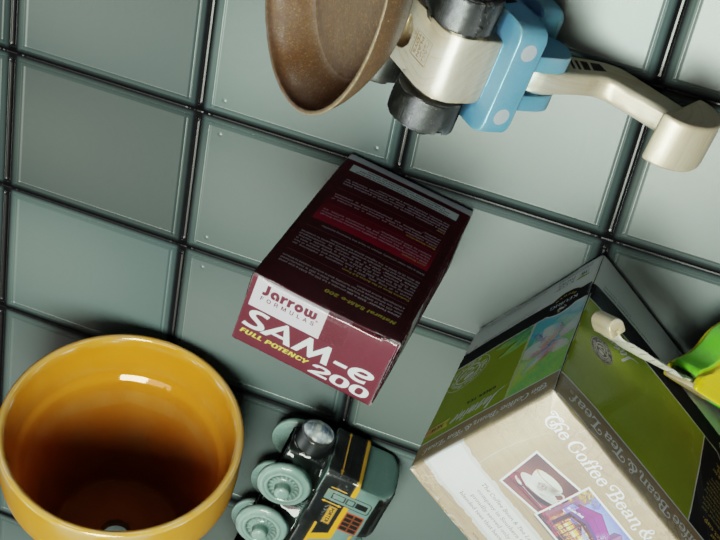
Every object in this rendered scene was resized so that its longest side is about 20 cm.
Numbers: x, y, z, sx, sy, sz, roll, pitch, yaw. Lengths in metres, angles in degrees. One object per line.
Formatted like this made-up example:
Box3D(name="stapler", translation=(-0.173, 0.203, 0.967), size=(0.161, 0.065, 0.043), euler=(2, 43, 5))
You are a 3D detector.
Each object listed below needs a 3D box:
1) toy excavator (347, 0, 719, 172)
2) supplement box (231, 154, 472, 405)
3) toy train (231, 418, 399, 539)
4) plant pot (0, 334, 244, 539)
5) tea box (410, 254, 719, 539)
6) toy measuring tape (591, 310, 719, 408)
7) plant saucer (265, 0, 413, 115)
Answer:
Box3D(name="toy excavator", translation=(0.120, -0.140, 0.879), size=(0.195, 0.200, 0.100), euler=(56, 137, 41))
Box3D(name="supplement box", translation=(0.000, 0.000, 0.932), size=(0.109, 0.200, 0.061), euler=(26, 123, 6))
Box3D(name="toy train", translation=(-0.048, 0.215, 1.141), size=(0.114, 0.085, 0.200), euler=(24, 123, -5))
Box3D(name="plant pot", translation=(-0.208, 0.189, 1.131), size=(0.200, 0.200, 0.183), euler=(22, 138, 8))
Box3D(name="tea box", translation=(0.168, 0.135, 0.944), size=(0.134, 0.197, 0.200), euler=(-34, 101, 31))
Box3D(name="toy measuring tape", translation=(0.247, 0.053, 0.924), size=(0.200, 0.074, 0.074), euler=(30, 128, -31))
Box3D(name="plant saucer", translation=(-0.009, -0.201, 0.864), size=(0.037, 0.200, 0.201), euler=(4, 127, -27))
